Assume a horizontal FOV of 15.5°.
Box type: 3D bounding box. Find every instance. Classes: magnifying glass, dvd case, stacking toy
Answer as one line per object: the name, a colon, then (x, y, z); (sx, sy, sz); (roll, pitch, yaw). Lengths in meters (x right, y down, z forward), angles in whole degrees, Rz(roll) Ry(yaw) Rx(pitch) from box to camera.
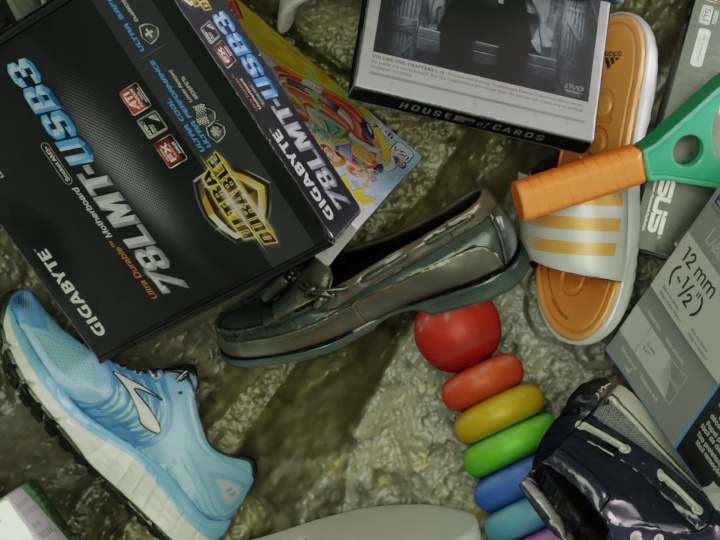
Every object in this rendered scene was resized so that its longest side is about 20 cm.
magnifying glass: (0.185, -0.070, 1.564); (0.199, 0.022, 0.080); (-17, 112, -10)
dvd case: (0.079, -0.179, 1.592); (0.150, 0.025, 0.201); (12, 69, -9)
stacking toy: (0.092, 0.102, 1.619); (0.085, 0.085, 0.201); (-24, 83, 1)

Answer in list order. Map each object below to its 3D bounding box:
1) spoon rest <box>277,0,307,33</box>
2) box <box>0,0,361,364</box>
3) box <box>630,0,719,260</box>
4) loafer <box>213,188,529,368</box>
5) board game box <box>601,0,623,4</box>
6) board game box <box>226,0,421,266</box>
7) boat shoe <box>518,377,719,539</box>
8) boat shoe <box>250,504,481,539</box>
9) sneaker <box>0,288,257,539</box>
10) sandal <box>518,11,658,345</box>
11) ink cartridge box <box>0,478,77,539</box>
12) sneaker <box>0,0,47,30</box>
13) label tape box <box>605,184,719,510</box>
spoon rest: (0.048, -0.164, 1.615); (0.199, 0.061, 0.100); (5, 72, 2)
box: (-0.131, -0.068, 1.521); (0.198, 0.050, 0.200); (-26, 104, 33)
box: (0.262, -0.089, 1.623); (0.158, 0.048, 0.201); (16, 91, 1)
loafer: (0.000, 0.000, 1.603); (0.199, 0.072, 0.063); (-17, 120, 10)
board game box: (0.115, -0.263, 1.538); (0.199, 0.062, 0.201); (8, 97, -11)
board game box: (-0.066, -0.100, 1.586); (0.200, 0.134, 0.034); (40, 118, 0)
boat shoe: (0.176, 0.163, 1.552); (0.200, 0.093, 0.075); (45, 132, 5)
boat shoe: (-0.020, 0.198, 1.624); (0.199, 0.072, 0.069); (-16, 111, -5)
sneaker: (-0.145, 0.082, 1.629); (0.200, 0.078, 0.090); (46, 77, -7)
sandal: (0.129, -0.060, 1.607); (0.059, 0.079, 0.208); (13, 82, -42)
ink cartridge box: (-0.180, 0.232, 1.584); (0.087, 0.145, 0.200); (-33, 89, 0)
sneaker: (-0.219, -0.141, 1.616); (0.074, 0.079, 0.201); (-30, 89, 3)
label tape box: (0.243, 0.021, 1.524); (0.066, 0.144, 0.200); (9, 124, -35)
